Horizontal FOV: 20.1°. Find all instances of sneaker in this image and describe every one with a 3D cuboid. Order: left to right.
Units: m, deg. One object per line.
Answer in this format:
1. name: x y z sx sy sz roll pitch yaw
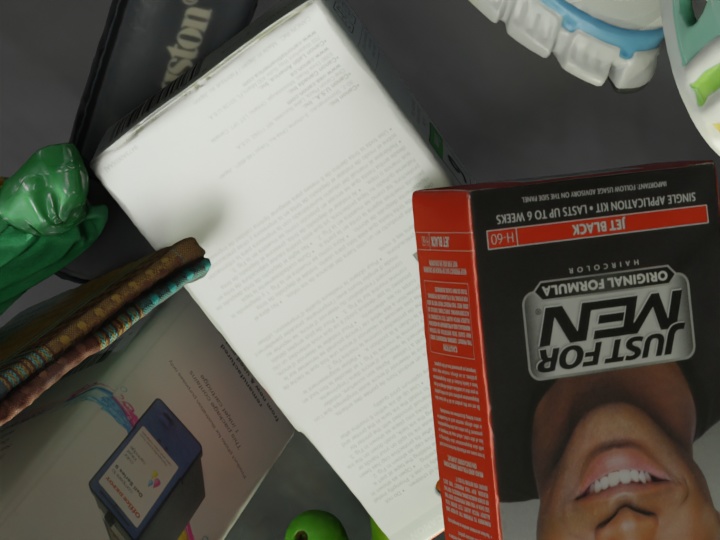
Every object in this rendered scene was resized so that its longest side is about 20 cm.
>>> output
1. sneaker: 0.035 -0.149 0.714 0.199 0.075 0.087 29 114 -3

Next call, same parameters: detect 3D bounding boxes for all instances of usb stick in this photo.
1. usb stick: -0.079 -0.077 0.803 0.055 0.033 0.201 16 120 -11

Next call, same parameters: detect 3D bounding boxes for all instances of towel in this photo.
1. towel: -0.146 0.048 0.777 0.022 0.146 0.200 55 153 -8

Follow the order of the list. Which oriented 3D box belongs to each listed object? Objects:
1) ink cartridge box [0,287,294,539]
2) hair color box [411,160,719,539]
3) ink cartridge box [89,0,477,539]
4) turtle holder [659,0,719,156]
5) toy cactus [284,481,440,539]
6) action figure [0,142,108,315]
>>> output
1. ink cartridge box: -0.134 0.105 0.817 0.145 0.200 0.088 -26 104 29
2. hair color box: 0.082 0.066 0.735 0.101 0.061 0.202 -8 94 -19
3. ink cartridge box: 0.000 0.000 0.785 0.109 0.050 0.200 -34 105 12
4. turtle holder: 0.172 -0.071 0.635 0.131 0.141 0.187 -24 76 30
5. toy cactus: 0.023 0.169 0.860 0.199 0.102 0.165 -28 112 21
6. action figure: -0.161 -0.006 0.805 0.199 0.118 0.055 -24 77 47
